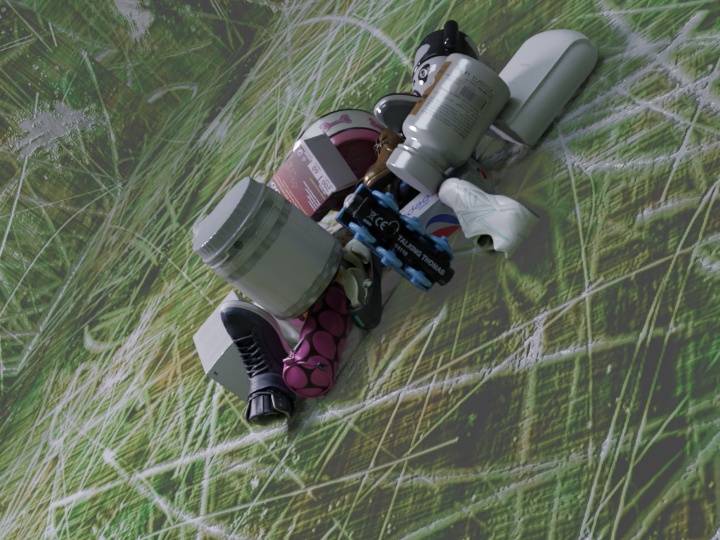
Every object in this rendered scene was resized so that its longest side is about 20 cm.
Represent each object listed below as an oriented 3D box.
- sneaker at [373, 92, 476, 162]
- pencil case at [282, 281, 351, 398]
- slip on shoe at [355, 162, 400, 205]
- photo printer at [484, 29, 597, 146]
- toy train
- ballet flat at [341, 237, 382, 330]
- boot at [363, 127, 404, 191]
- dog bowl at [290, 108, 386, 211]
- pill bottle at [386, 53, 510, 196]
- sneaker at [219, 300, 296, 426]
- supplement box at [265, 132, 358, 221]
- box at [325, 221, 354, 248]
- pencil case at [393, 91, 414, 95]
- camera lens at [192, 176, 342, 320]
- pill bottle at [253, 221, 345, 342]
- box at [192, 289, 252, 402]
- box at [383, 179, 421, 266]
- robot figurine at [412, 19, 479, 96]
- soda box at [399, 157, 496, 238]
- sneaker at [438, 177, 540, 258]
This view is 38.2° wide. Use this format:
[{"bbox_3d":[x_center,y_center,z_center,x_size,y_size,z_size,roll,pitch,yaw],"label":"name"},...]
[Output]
[{"bbox_3d":[0.113,-0.203,1.683,0.084,0.200,0.121,-49,36,32],"label":"sneaker"},{"bbox_3d":[-0.067,0.103,1.666,0.091,0.094,0.200,-34,27,34],"label":"pencil case"},{"bbox_3d":[0.023,-0.142,1.787,0.076,0.061,0.200,-39,26,24],"label":"slip on shoe"},{"bbox_3d":[0.279,-0.297,1.652,0.200,0.069,0.166,-52,23,-1],"label":"photo printer"},{"bbox_3d":[0.052,-0.046,1.541,0.087,0.200,0.114,-54,12,-5],"label":"toy train"},{"bbox_3d":[0.000,0.000,1.664,0.073,0.073,0.200,-33,45,37],"label":"ballet flat"},{"bbox_3d":[0.043,-0.187,1.715,0.074,0.075,0.200,-39,3,34],"label":"boot"},{"bbox_3d":[-0.025,-0.196,1.930,0.200,0.200,0.074,-45,43,15],"label":"dog bowl"},{"bbox_3d":[0.130,-0.220,1.588,0.200,0.114,0.114,-56,23,-3],"label":"pill bottle"},{"bbox_3d":[-0.163,0.154,1.643,0.077,0.202,0.146,-20,36,25],"label":"sneaker"},{"bbox_3d":[-0.100,-0.142,1.853,0.061,0.109,0.200,-26,-12,-42],"label":"supplement box"},{"bbox_3d":[-0.075,-0.031,1.754,0.200,0.041,0.039,-33,23,-7],"label":"box"},{"bbox_3d":[0.087,-0.267,1.922,0.086,0.083,0.200,-7,25,3],"label":"pencil case"},{"bbox_3d":[-0.140,-0.030,1.629,0.160,0.200,0.160,-45,20,21],"label":"camera lens"},{"bbox_3d":[-0.097,0.018,1.828,0.112,0.112,0.200,-9,46,58],"label":"pill bottle"},{"bbox_3d":[-0.222,0.135,1.904,0.124,0.097,0.200,-50,22,2],"label":"box"},{"bbox_3d":[0.061,-0.102,1.798,0.200,0.050,0.199,-40,26,25],"label":"box"},{"bbox_3d":[0.156,-0.368,1.916,0.125,0.150,0.200,-24,32,25],"label":"robot figurine"},{"bbox_3d":[0.119,-0.090,1.646,0.200,0.063,0.068,-41,25,23],"label":"soda box"},{"bbox_3d":[0.168,-0.078,1.500,0.200,0.070,0.080,31,92,54],"label":"sneaker"}]
